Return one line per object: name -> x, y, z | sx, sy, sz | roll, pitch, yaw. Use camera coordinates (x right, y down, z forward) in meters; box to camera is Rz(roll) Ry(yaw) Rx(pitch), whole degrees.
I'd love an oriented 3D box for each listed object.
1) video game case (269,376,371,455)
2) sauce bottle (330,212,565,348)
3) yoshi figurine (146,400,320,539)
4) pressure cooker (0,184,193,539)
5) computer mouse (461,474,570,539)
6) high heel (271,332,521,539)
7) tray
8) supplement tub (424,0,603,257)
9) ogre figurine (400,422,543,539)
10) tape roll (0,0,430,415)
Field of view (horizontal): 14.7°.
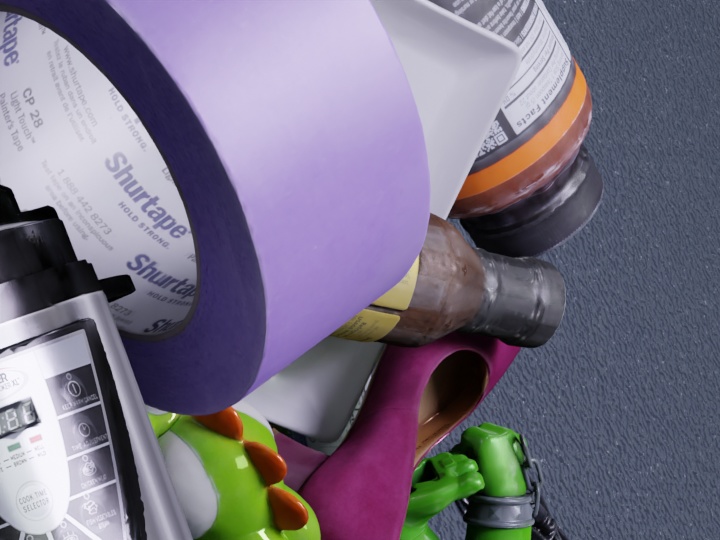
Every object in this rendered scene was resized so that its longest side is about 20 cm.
video game case -> -0.059, 0.001, 1.315 | 0.182, 0.022, 0.201 | 6, 68, -60
sauce bottle -> 0.000, 0.000, 1.205 | 0.199, 0.065, 0.065 | 14, 58, -35
yoshi figurine -> -0.105, 0.060, 1.144 | 0.200, 0.112, 0.112 | 50, -5, -10
pressure cooker -> -0.157, 0.067, 0.932 | 0.176, 0.178, 0.201 | -14, 85, -81
computer mouse -> 0.090, 0.189, 1.430 | 0.139, 0.053, 0.200 | 53, 32, -32
high heel -> 0.034, 0.078, 1.238 | 0.200, 0.096, 0.068 | -36, 139, -36
tray -> -0.012, -0.029, 1.239 | 0.107, 0.022, 0.201 | 23, 96, -35
supplement tub -> 0.041, -0.099, 1.318 | 0.200, 0.107, 0.107 | 58, 30, -29
ogre figurine -> 0.018, 0.165, 1.260 | 0.200, 0.098, 0.120 | -50, 127, -51
tape roll -> -0.075, -0.054, 1.002 | 0.085, 0.200, 0.201 | -36, 106, -32
